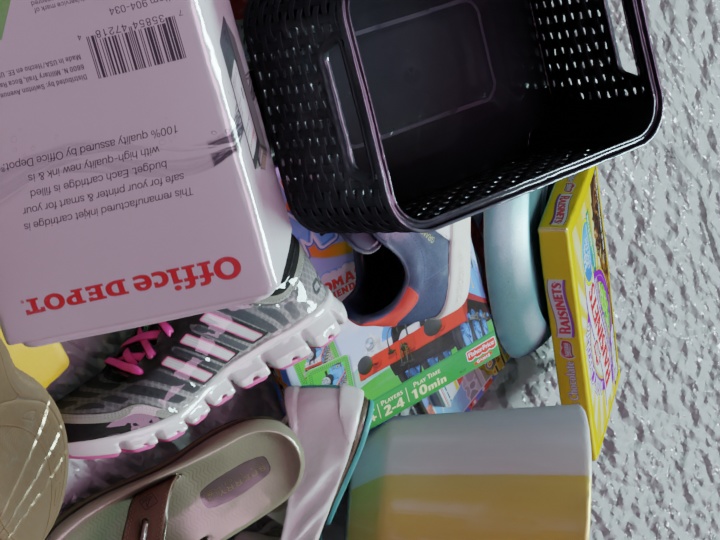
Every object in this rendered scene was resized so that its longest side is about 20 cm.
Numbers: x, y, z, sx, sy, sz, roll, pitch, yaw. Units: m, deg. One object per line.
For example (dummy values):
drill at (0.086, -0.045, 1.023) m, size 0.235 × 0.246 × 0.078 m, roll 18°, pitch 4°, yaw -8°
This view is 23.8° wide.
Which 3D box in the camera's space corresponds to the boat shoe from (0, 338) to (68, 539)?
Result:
boat shoe at (-0.199, 0.074, 0.838) m, size 0.201 × 0.064 × 0.072 m, roll 73°, pitch 35°, yaw -55°

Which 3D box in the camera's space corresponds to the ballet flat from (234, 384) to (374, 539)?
ballet flat at (-0.047, 0.159, 1.069) m, size 0.069 × 0.069 × 0.202 m, roll -3°, pitch 115°, yaw -48°

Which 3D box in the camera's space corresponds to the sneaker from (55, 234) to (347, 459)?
sneaker at (-0.103, 0.034, 0.967) m, size 0.199 × 0.074 × 0.088 m, roll -29°, pitch 110°, yaw -25°

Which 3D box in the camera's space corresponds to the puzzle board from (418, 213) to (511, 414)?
puzzle board at (0.068, 0.001, 1.197) m, size 0.151 × 0.017 × 0.201 m, roll -49°, pitch 131°, yaw -29°

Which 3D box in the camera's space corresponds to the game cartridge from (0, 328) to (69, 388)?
game cartridge at (-0.252, 0.047, 0.843) m, size 0.200 × 0.032 × 0.177 m, roll -49°, pitch 132°, yaw -32°

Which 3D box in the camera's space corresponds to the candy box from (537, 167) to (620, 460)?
candy box at (0.156, 0.026, 1.204) m, size 0.102 × 0.026 × 0.201 m, roll -61°, pitch 147°, yaw -48°

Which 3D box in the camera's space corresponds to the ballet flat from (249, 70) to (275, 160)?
ballet flat at (-0.095, -0.067, 0.974) m, size 0.199 × 0.057 × 0.067 m, roll -25°, pitch 85°, yaw -36°

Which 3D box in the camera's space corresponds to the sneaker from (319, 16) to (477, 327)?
sneaker at (0.016, -0.057, 0.995) m, size 0.084 × 0.075 × 0.202 m, roll -17°, pitch 114°, yaw -29°

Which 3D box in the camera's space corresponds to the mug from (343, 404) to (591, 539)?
mug at (0.066, 0.161, 1.102) m, size 0.187 × 0.152 × 0.151 m, roll -87°, pitch -178°, yaw -79°

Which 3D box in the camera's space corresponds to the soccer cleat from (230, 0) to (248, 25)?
soccer cleat at (-0.043, -0.232, 0.926) m, size 0.085 × 0.068 × 0.202 m, roll -1°, pitch 103°, yaw -56°

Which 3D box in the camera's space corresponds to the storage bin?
storage bin at (0.052, -0.108, 0.902) m, size 0.199 × 0.093 × 0.136 m, roll -22°, pitch 103°, yaw -34°

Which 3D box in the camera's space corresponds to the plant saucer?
plant saucer at (0.124, -0.039, 1.184) m, size 0.200 × 0.027 × 0.202 m, roll 2°, pitch 90°, yaw -71°

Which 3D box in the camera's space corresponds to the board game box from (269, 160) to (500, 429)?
board game box at (0.000, 0.000, 1.076) m, size 0.151 × 0.037 × 0.201 m, roll -28°, pitch 120°, yaw -20°

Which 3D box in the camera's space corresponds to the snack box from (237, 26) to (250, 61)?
snack box at (-0.073, -0.220, 0.968) m, size 0.116 × 0.037 × 0.202 m, roll -20°, pitch 114°, yaw -44°

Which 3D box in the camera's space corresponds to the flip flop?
flip flop at (-0.112, 0.158, 0.980) m, size 0.199 × 0.058 × 0.082 m, roll -31°, pitch 122°, yaw -16°

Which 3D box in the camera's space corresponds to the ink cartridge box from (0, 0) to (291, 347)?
ink cartridge box at (-0.128, -0.079, 0.839) m, size 0.084 × 0.144 × 0.202 m, roll -82°, pitch 159°, yaw -66°
